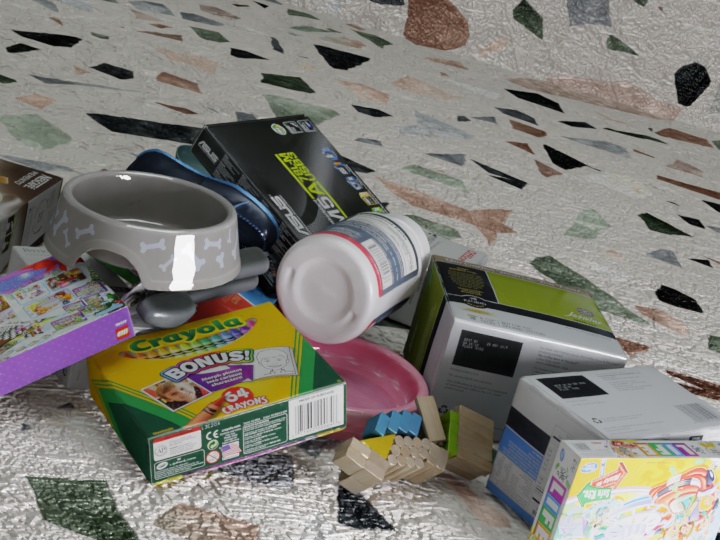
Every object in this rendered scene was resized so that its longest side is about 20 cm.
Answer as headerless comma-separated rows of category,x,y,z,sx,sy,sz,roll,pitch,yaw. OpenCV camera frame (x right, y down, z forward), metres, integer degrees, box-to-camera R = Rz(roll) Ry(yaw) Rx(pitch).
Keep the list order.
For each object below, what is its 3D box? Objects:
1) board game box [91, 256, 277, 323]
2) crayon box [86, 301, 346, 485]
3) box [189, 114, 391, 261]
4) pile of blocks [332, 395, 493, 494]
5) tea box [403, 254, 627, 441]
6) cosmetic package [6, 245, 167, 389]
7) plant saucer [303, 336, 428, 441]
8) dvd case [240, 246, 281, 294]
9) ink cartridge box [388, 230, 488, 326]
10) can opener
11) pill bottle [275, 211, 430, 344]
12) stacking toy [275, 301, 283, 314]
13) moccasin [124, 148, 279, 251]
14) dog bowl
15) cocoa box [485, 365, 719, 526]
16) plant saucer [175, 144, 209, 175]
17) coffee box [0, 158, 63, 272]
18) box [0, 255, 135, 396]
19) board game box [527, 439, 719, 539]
board game box,-0.192,0.004,1.690,0.199,0.040,0.153,34,14,-1
crayon box,-0.139,0.112,1.469,0.199,0.059,0.173,-14,32,-24
box,-0.076,-0.099,1.842,0.200,0.048,0.193,51,31,20
pile of blocks,0.043,0.172,1.505,0.199,0.062,0.083,2,65,-40
tea box,0.166,0.094,1.721,0.199,0.134,0.197,13,20,-8
cosmetic package,-0.288,0.046,1.591,0.101,0.074,0.200,2,25,-36
plant saucer,-0.029,0.122,1.617,0.199,0.051,0.201,13,20,-5
dvd case,-0.084,-0.040,1.819,0.199,0.018,0.143,-12,57,-52
ink cartridge box,0.046,-0.002,1.961,0.199,0.084,0.145,21,20,14
can opener,-0.167,0.021,1.568,0.067,0.053,0.199,50,36,15
pill bottle,0.000,0.000,1.714,0.119,0.120,0.200,22,21,18
stacking toy,-0.147,0.001,1.834,0.085,0.086,0.200,-4,35,-44
moccasin,-0.183,-0.064,1.714,0.199,0.081,0.068,24,49,26
dog bowl,-0.213,-0.045,1.540,0.199,0.059,0.200,10,21,-4
cocoa box,0.250,0.186,1.536,0.199,0.132,0.133,-1,26,-39
plant saucer,-0.150,-0.088,1.913,0.199,0.027,0.200,33,14,-9
coffee box,-0.433,-0.062,1.759,0.114,0.080,0.200,18,20,6
box,-0.331,0.057,1.456,0.199,0.039,0.137,-24,37,-22
board game box,0.254,0.224,1.433,0.199,0.135,0.034,3,23,-30
